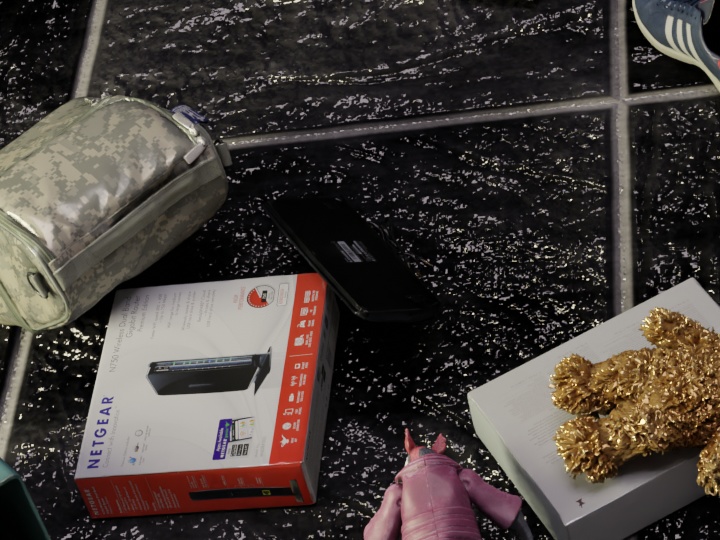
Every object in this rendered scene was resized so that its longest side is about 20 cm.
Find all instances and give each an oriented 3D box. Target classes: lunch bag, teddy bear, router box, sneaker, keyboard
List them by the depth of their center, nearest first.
[{"bbox_3d":[0.227,0.087,1.640,0.198,0.067,0.146,4,50,18],"label":"teddy bear"},{"bbox_3d":[-0.114,0.095,1.816,0.178,0.049,0.201,-5,44,11],"label":"router box"},{"bbox_3d":[0.000,0.000,1.875,0.103,0.040,0.200,-3,30,-26],"label":"keyboard"},{"bbox_3d":[-0.215,-0.048,1.896,0.200,0.140,0.167,-38,26,-26],"label":"lunch bag"},{"bbox_3d":[0.296,-0.213,1.985,0.075,0.085,0.200,-29,44,-14],"label":"sneaker"}]

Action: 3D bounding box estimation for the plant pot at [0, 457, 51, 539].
[{"bbox_3d":[-0.324,0.188,1.721,0.141,0.142,0.200,-31,38,-16],"label":"plant pot"}]

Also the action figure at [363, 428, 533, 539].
[{"bbox_3d":[0.049,0.190,1.610,0.133,0.149,0.201,-18,56,6],"label":"action figure"}]

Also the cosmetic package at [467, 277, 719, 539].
[{"bbox_3d":[0.200,0.106,1.710,0.199,0.052,0.151,-26,43,-11],"label":"cosmetic package"}]
